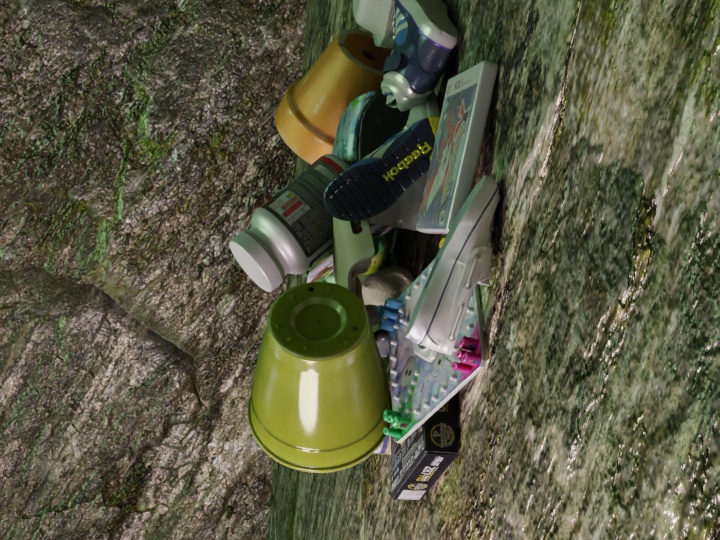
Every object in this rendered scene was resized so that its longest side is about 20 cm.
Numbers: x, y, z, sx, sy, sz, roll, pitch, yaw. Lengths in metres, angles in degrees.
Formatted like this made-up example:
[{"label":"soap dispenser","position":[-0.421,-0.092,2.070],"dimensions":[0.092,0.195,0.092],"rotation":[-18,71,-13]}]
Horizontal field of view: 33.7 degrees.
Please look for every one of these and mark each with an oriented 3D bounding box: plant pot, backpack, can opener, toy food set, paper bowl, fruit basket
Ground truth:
[{"label":"plant pot","position":[-0.053,0.124,1.548],"dimensions":[0.194,0.198,0.202],"rotation":[92,175,-47]},{"label":"backpack","position":[0.025,-0.195,1.809],"dimensions":[0.200,0.152,0.165],"rotation":[-28,-53,-81]},{"label":"plant pot","position":[-0.018,-0.290,1.979],"dimensions":[0.201,0.198,0.184],"rotation":[-96,30,-47]},{"label":"can opener","position":[0.057,0.098,1.658],"dimensions":[0.200,0.066,0.054],"rotation":[120,152,-71]},{"label":"toy food set","position":[0.000,0.000,1.659],"dimensions":[0.201,0.060,0.144],"rotation":[92,170,-46]},{"label":"paper bowl","position":[0.047,-0.447,1.836],"dimensions":[0.201,0.103,0.203],"rotation":[-176,90,-82]},{"label":"fruit basket","position":[-0.008,-0.012,1.841],"dimensions":[0.094,0.185,0.200],"rotation":[51,164,7]}]

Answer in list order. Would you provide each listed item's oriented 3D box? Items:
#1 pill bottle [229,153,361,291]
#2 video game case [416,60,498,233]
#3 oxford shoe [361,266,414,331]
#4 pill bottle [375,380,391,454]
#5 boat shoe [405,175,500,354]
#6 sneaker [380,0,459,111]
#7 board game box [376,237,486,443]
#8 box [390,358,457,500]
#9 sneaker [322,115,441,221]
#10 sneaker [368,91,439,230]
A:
[{"label":"pill bottle","position":[-0.087,-0.068,1.734],"dimensions":[0.116,0.200,0.116],"rotation":[44,163,17]},{"label":"video game case","position":[0.114,-0.145,1.445],"dimensions":[0.182,0.023,0.203],"rotation":[-167,89,-81]},{"label":"oxford shoe","position":[0.040,0.033,1.810],"dimensions":[0.058,0.075,0.200],"rotation":[-62,-2,-26]},{"label":"pill bottle","position":[-0.039,0.218,1.793],"dimensions":[0.111,0.197,0.113],"rotation":[-176,90,-81]},{"label":"boat shoe","position":[0.117,-0.004,1.322],"dimensions":[0.074,0.065,0.202],"rotation":[-107,41,-85]},{"label":"sneaker","position":[0.062,-0.303,1.645],"dimensions":[0.147,0.080,0.201],"rotation":[-58,27,25]},{"label":"board game box","position":[0.080,0.077,1.445],"dimensions":[0.200,0.026,0.202],"rotation":[-49,34,43]},{"label":"box","position":[0.078,0.193,1.539],"dimensions":[0.200,0.048,0.163],"rotation":[111,160,-61]},{"label":"sneaker","position":[0.039,-0.134,1.589],"dimensions":[0.074,0.199,0.082],"rotation":[57,-174,-11]},{"label":"sneaker","position":[0.050,-0.158,1.655],"dimensions":[0.074,0.114,0.203],"rotation":[132,142,-79]}]
